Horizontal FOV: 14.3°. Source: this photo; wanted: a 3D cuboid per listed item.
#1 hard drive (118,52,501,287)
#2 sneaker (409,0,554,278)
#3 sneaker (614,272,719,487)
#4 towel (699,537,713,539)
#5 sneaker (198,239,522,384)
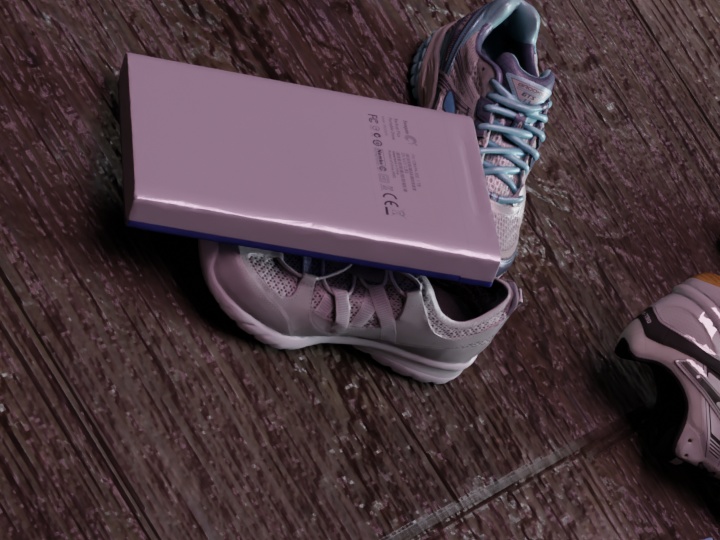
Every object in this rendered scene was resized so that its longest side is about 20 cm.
[{"bbox_3d":[-0.029,-0.055,1.540,0.199,0.025,0.132,10,37,-14],"label":"hard drive"},{"bbox_3d":[0.073,-0.084,1.697,0.077,0.086,0.201,25,45,-29],"label":"sneaker"},{"bbox_3d":[0.217,0.105,1.720,0.087,0.076,0.201,-28,98,-13],"label":"sneaker"},{"bbox_3d":[0.142,0.205,1.569,0.199,0.048,0.112,4,59,-44],"label":"towel"},{"bbox_3d":[0.000,0.000,1.558,0.199,0.082,0.075,15,51,-38],"label":"sneaker"}]
